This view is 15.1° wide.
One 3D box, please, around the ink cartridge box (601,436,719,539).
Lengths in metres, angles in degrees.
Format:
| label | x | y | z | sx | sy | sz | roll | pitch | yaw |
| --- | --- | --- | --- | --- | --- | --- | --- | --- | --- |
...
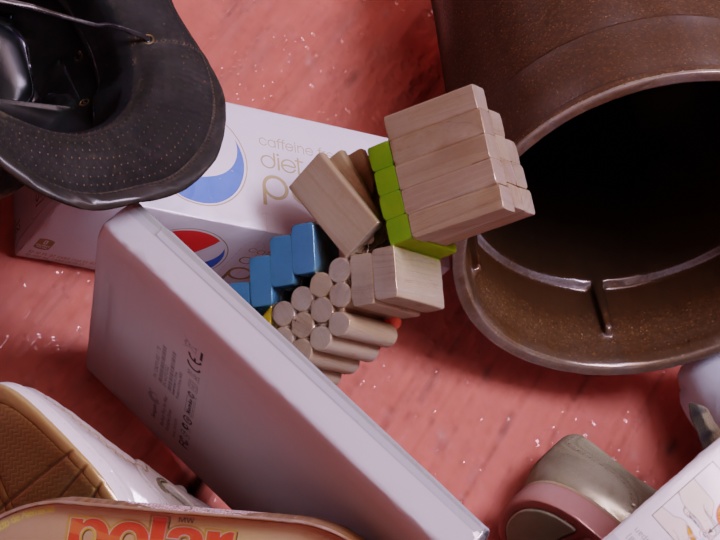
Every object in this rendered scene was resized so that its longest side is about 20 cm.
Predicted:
| label | x | y | z | sx | sy | sz | roll | pitch | yaw |
| --- | --- | --- | --- | --- | --- | --- | --- | --- | --- |
| ink cartridge box | 0.220 | 0.126 | 1.191 | 0.200 | 0.050 | 0.162 | -40 | 78 | -11 |

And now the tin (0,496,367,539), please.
| label | x | y | z | sx | sy | sz | roll | pitch | yaw |
| --- | --- | --- | --- | --- | --- | --- | --- | --- | --- |
| tin | -0.072 | 0.148 | 1.084 | 0.198 | 0.042 | 0.113 | 5 | 97 | 8 |

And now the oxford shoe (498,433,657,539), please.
| label | x | y | z | sx | sy | sz | roll | pitch | yaw |
| --- | --- | --- | --- | --- | --- | --- | --- | --- | --- |
| oxford shoe | 0.160 | 0.152 | 1.290 | 0.200 | 0.071 | 0.074 | 42 | 46 | -6 |

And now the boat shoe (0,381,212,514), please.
| label | x | y | z | sx | sy | sz | roll | pitch | yaw |
| --- | --- | --- | --- | --- | --- | --- | --- | --- | --- |
| boat shoe | -0.089 | 0.122 | 1.148 | 0.200 | 0.071 | 0.069 | 48 | 33 | 4 |

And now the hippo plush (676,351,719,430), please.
| label | x | y | z | sx | sy | sz | roll | pitch | yaw |
| --- | --- | --- | --- | --- | --- | --- | --- | --- | --- |
| hippo plush | 0.251 | 0.060 | 1.313 | 0.199 | 0.161 | 0.160 | 0 | 49 | -54 |

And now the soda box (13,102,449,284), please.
| label | x | y | z | sx | sy | sz | roll | pitch | yaw |
| --- | --- | --- | --- | --- | --- | --- | --- | --- | --- |
| soda box | -0.059 | -0.032 | 1.256 | 0.199 | 0.064 | 0.069 | 11 | 58 | -28 |

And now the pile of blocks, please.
| label | x | y | z | sx | sy | sz | roll | pitch | yaw |
| --- | --- | --- | --- | --- | --- | --- | --- | --- | --- |
| pile of blocks | 0.000 | 0.000 | 1.215 | 0.082 | 0.200 | 0.062 | 53 | 17 | 25 |

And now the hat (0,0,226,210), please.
| label | x | y | z | sx | sy | sz | roll | pitch | yaw |
| --- | --- | --- | --- | --- | --- | --- | --- | --- | --- |
| hat | -0.156 | -0.086 | 1.138 | 0.200 | 0.081 | 0.201 | 27 | 37 | -22 |

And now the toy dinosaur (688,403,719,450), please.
| label | x | y | z | sx | sy | sz | roll | pitch | yaw |
| --- | --- | --- | --- | --- | --- | --- | --- | --- | --- |
| toy dinosaur | 0.166 | 0.158 | 1.200 | 0.088 | 0.048 | 0.201 | 18 | 65 | 0 |

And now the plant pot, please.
| label | x | y | z | sx | sy | sz | roll | pitch | yaw |
| --- | --- | --- | --- | --- | --- | --- | --- | --- | --- |
| plant pot | 0.122 | -0.088 | 1.323 | 0.199 | 0.201 | 0.199 | 13 | 41 | -27 |

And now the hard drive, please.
| label | x | y | z | sx | sy | sz | roll | pitch | yaw |
| --- | --- | --- | --- | --- | --- | --- | --- | --- | --- |
| hard drive | -0.036 | 0.073 | 1.134 | 0.200 | 0.132 | 0.026 | 42 | 64 | 14 |
